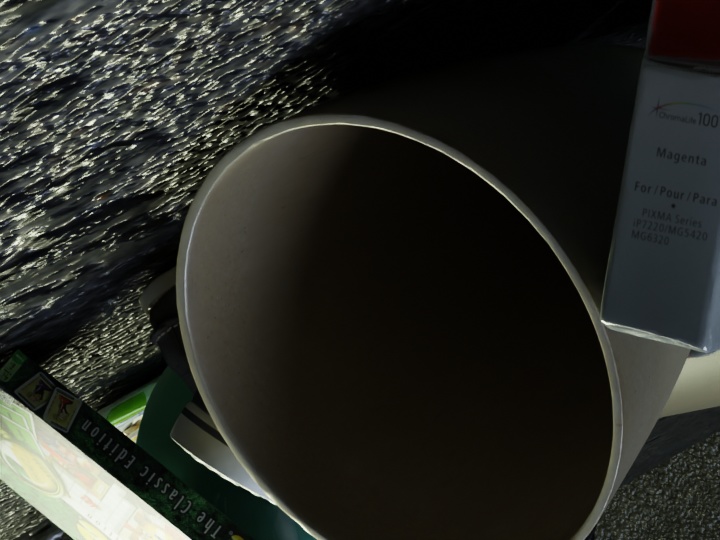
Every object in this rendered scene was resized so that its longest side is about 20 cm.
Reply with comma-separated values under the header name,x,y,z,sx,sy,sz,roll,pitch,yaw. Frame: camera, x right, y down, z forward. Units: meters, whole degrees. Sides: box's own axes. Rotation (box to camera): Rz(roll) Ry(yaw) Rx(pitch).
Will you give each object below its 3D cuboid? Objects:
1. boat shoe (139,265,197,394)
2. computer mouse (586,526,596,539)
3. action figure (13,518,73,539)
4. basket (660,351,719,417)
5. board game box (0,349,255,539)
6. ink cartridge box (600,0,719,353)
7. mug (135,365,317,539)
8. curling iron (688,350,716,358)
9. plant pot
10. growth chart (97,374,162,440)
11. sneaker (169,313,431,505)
name,x,y,z,sx,sy,sz,roll,pitch,yaw
boat shoe,0.000,0.000,1.110,0.199,0.057,0.067,-23,168,-21
computer mouse,0.026,0.113,1.310,0.199,0.141,0.046,-27,147,33
action figure,-0.151,0.173,1.519,0.129,0.070,0.200,-14,161,-16
basket,0.173,0.000,1.310,0.136,0.181,0.199,29,143,-34
board game box,-0.086,0.119,1.112,0.023,0.200,0.105,-51,180,-24
ink cartridge box,0.153,-0.067,0.901,0.043,0.175,0.200,13,-171,27
mug,-0.013,0.080,1.182,0.151,0.187,0.114,3,178,-38
curling iron,0.069,0.026,1.086,0.199,0.026,0.050,-9,-139,24
plant pot,0.062,-0.007,0.977,0.187,0.188,0.200,-37,180,42
growth chart,-0.085,0.067,1.324,0.144,0.018,0.200,-28,170,0
sneaker,0.015,0.079,1.067,0.200,0.078,0.080,32,87,-41
